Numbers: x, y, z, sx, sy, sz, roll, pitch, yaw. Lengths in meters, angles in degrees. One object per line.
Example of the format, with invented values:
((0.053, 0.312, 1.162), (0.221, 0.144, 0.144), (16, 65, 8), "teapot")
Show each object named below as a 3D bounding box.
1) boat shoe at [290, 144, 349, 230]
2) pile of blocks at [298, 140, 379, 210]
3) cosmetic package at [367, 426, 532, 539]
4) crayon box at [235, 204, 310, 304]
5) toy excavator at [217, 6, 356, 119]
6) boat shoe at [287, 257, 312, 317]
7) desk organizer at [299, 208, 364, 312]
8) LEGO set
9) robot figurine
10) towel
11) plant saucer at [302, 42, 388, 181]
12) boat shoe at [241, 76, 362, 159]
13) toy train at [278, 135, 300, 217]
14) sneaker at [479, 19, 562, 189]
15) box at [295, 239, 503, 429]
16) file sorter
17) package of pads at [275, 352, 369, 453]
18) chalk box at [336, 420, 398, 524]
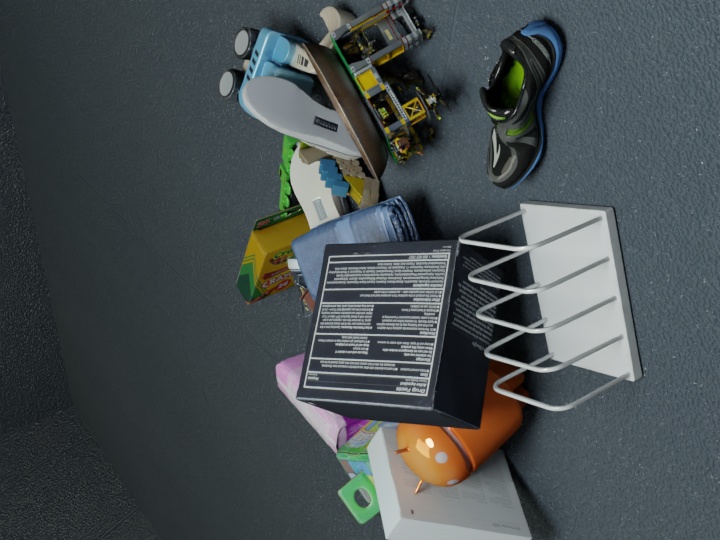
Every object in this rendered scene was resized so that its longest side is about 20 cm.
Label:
((-0.051, -0.104, 1.554), (0.201, 0.072, 0.069), (67, -171, 23), "boat shoe")
((-0.044, -0.149, 1.492), (0.200, 0.082, 0.062), (56, 155, 22), "pile of blocks")
((0.117, 0.296, 1.358), (0.052, 0.199, 0.151), (-61, 26, 31), "cosmetic package")
((-0.128, -0.031, 1.677), (0.051, 0.127, 0.200), (56, 151, 20), "crayon box")
((-0.093, -0.293, 1.444), (0.200, 0.100, 0.195), (39, 113, 44), "toy excavator")
((-0.069, 0.025, 1.606), (0.200, 0.070, 0.091), (48, -144, -85), "boat shoe")
((0.000, 0.000, 1.472), (0.077, 0.072, 0.200), (52, 130, 19), "desk organizer")
((0.052, -0.242, 1.266), (0.201, 0.115, 0.154), (62, -179, 19), "LEGO set")
((0.129, 0.197, 1.307), (0.117, 0.200, 0.144), (48, 159, 10), "robot figurine")
((-0.001, -0.023, 1.387), (0.199, 0.048, 0.112), (-17, 93, 42), "towel")
((-0.014, -0.209, 1.309), (0.201, 0.032, 0.200), (62, -179, -2), "plant saucer")
((-0.077, -0.207, 1.428), (0.070, 0.199, 0.071), (150, 136, -66), "boat shoe")
((-0.113, -0.142, 1.666), (0.057, 0.042, 0.201), (60, 153, 34), "toy train")
((0.161, -0.176, 1.109), (0.071, 0.082, 0.200), (46, 146, 35), "sneaker")
((0.047, 0.078, 1.221), (0.199, 0.123, 0.199), (-1, 70, 36), "box")
((0.207, 0.039, 1.141), (0.139, 0.124, 0.201), (13, 121, 58), "file sorter")
((-0.044, 0.212, 1.714), (0.200, 0.120, 0.076), (43, 144, 39), "package of pads")
((0.058, 0.280, 1.474), (0.125, 0.200, 0.124), (56, 152, -10), "chalk box")
